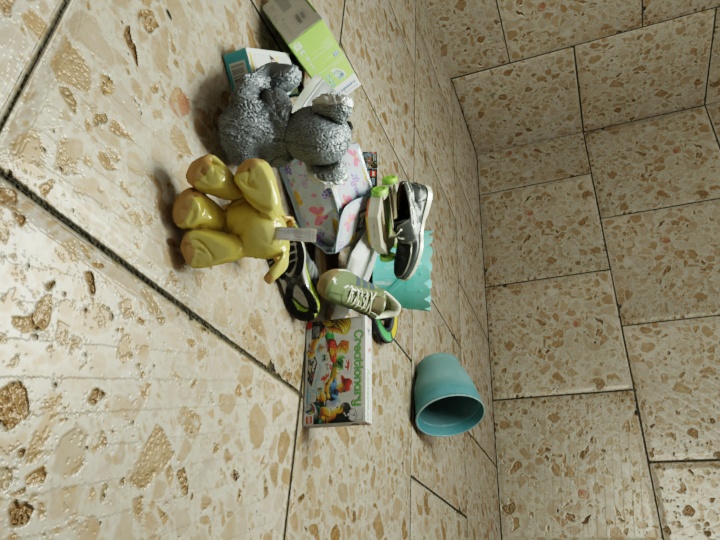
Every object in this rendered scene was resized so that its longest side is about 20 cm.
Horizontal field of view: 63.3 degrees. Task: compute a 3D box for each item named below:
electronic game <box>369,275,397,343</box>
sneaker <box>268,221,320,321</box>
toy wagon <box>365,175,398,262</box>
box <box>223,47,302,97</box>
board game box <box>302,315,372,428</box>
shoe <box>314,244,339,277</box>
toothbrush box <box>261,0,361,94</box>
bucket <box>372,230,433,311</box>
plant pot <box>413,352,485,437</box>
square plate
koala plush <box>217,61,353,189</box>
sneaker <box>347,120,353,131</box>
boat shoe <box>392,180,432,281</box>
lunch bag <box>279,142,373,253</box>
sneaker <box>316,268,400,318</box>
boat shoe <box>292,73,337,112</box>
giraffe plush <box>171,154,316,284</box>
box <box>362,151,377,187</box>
[{"bbox_3d":[0.060,0.092,1.533,0.200,0.042,0.200,-9,90,-70],"label":"electronic game"},{"bbox_3d":[-0.119,-0.009,1.077,0.081,0.074,0.200,-73,156,-62],"label":"sneaker"},{"bbox_3d":[0.062,-0.118,1.220,0.200,0.040,0.155,-54,142,-56],"label":"toy wagon"},{"bbox_3d":[-0.176,-0.362,1.089,0.200,0.049,0.082,-42,121,-66],"label":"box"},{"bbox_3d":[-0.042,0.189,1.096,0.035,0.126,0.200,45,40,-58],"label":"board game box"},{"bbox_3d":[-0.076,-0.038,1.228,0.070,0.053,0.200,30,47,-40],"label":"shoe"},{"bbox_3d":[-0.099,-0.464,1.213,0.146,0.086,0.200,59,6,31],"label":"toothbrush box"},{"bbox_3d":[0.105,0.000,1.402,0.207,0.135,0.207,1,90,-82],"label":"bucket"},{"bbox_3d":[0.244,0.354,1.725,0.188,0.200,0.200,-100,167,-48],"label":"plant pot"},{"bbox_3d":[0.000,0.000,1.243,0.200,0.028,0.198,-57,166,-53],"label":"square plate"},{"bbox_3d":[-0.105,-0.223,0.946,0.184,0.200,0.178,-50,155,-56],"label":"koala plush"},{"bbox_3d":[-0.084,-0.301,1.236,0.200,0.084,0.077,-29,100,-57],"label":"sneaker"},{"bbox_3d":[0.089,-0.080,1.175,0.068,0.072,0.200,10,90,-33],"label":"boat shoe"},{"bbox_3d":[-0.047,-0.146,1.186,0.170,0.127,0.200,-29,103,-57],"label":"lunch bag"},{"bbox_3d":[0.008,0.050,1.116,0.200,0.090,0.067,23,91,-56],"label":"sneaker"},{"bbox_3d":[-0.104,-0.290,1.127,0.071,0.070,0.201,31,67,-12],"label":"boat shoe"},{"bbox_3d":[-0.163,-0.076,0.871,0.162,0.200,0.173,-123,-126,-83],"label":"giraffe plush"},{"bbox_3d":[0.022,-0.175,1.429,0.137,0.038,0.200,-87,178,-62],"label":"box"}]
